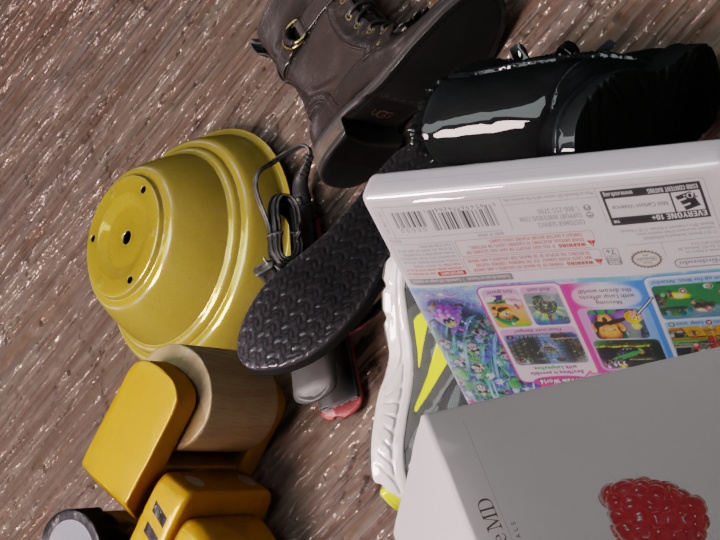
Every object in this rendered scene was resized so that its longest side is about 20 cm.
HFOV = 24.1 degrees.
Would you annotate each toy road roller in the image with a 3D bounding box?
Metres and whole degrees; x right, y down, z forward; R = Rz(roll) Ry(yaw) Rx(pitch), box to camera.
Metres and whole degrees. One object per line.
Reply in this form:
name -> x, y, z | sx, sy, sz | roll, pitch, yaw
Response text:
toy road roller -> -0.105, 0.163, 1.133 | 0.145, 0.122, 0.202 | 32, 102, 31

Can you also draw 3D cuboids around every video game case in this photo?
video game case -> 0.121, 0.013, 0.890 | 0.198, 0.183, 0.024 | -4, 43, 29

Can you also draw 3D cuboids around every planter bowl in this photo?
planter bowl -> -0.144, -0.016, 1.242 | 0.199, 0.083, 0.203 | -16, 67, 44

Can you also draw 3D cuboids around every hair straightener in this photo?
hair straightener -> -0.039, -0.002, 1.147 | 0.041, 0.077, 0.202 | -18, 62, 25

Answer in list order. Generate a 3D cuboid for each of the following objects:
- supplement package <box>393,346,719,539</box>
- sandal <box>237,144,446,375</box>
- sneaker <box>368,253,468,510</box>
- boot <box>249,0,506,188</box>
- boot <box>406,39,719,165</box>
supplement package -> 0.132, 0.129, 0.826 | 0.120, 0.198, 0.122 | 100, 154, -52
sandal -> 0.000, 0.000, 1.100 | 0.075, 0.045, 0.200 | 26, 65, 36
sneaker -> 0.061, 0.051, 1.047 | 0.084, 0.074, 0.203 | -1, 75, 25
boot -> 0.001, -0.175, 1.170 | 0.200, 0.069, 0.175 | -43, 51, 29
boot -> 0.101, -0.085, 0.964 | 0.161, 0.198, 0.074 | 0, 111, 34
